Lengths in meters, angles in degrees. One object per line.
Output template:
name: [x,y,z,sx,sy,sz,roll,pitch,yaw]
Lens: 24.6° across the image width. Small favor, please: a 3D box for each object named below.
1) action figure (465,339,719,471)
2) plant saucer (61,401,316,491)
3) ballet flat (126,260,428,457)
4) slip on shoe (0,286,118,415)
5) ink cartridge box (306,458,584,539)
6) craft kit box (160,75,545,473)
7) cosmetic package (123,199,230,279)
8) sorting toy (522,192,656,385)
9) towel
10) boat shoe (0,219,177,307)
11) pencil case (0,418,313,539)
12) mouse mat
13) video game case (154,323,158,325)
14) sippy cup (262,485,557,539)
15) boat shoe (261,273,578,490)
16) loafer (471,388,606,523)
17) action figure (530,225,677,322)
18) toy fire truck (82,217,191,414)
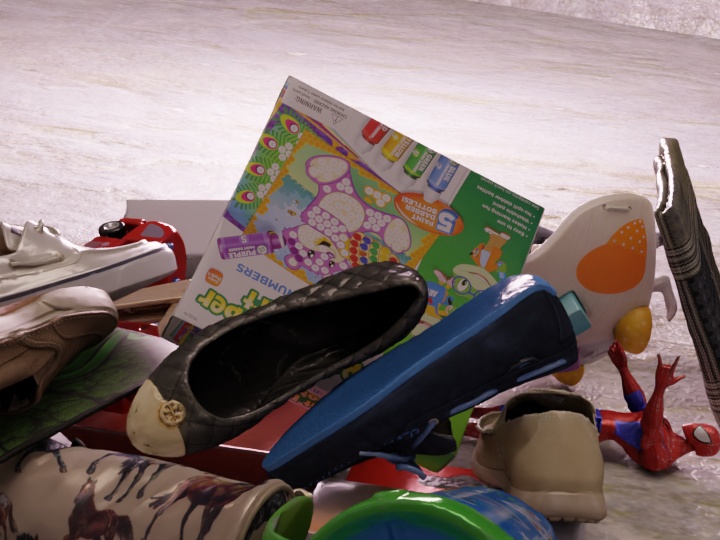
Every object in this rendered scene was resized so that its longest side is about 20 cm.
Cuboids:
action figure: [0.155,0.083,1.154,0.198,0.100,0.065,10,19,12]
plant saucer: [-0.076,0.098,1.134,0.198,0.037,0.199,6,17,21]
ballet flat: [-0.051,0.047,0.978,0.199,0.067,0.057,-29,-2,-10]
slip on shoe: [-0.203,0.054,0.954,0.076,0.061,0.200,-30,-8,22]
ink cartridge box: [0.057,0.146,1.010,0.161,0.051,0.200,7,21,9]
craft kit box: [0.000,0.000,1.073,0.199,0.199,0.049,26,-26,-6]
cosmetic package: [-0.103,-0.021,1.397,0.198,0.052,0.151,0,-13,-10]
sorting toy: [0.099,0.029,1.216,0.179,0.108,0.200,-5,-16,-24]
towel: [0.253,0.012,1.248,0.034,0.194,0.200,-17,15,16]
boat shoe: [-0.211,-0.001,1.056,0.199,0.070,0.071,-17,-4,-32]
pencil case: [-0.128,0.138,0.929,0.199,0.078,0.090,8,47,26]
mouse mat: [-0.216,0.066,1.010,0.160,0.008,0.200,11,22,31]
video game case: [-0.076,0.037,1.248,0.142,0.018,0.200,8,19,30]
sippy cup: [0.045,0.168,0.827,0.139,0.178,0.130,-37,-9,20]
boat shoe: [0.038,0.082,0.958,0.199,0.069,0.084,-31,13,10]
loafer: [0.115,0.106,1.016,0.075,0.069,0.200,7,3,-7]
action figure: [0.168,-0.012,1.448,0.192,0.105,0.200,12,19,-5]
toy fire truck: [-0.166,0.025,1.178,0.140,0.049,0.200,7,29,28]
